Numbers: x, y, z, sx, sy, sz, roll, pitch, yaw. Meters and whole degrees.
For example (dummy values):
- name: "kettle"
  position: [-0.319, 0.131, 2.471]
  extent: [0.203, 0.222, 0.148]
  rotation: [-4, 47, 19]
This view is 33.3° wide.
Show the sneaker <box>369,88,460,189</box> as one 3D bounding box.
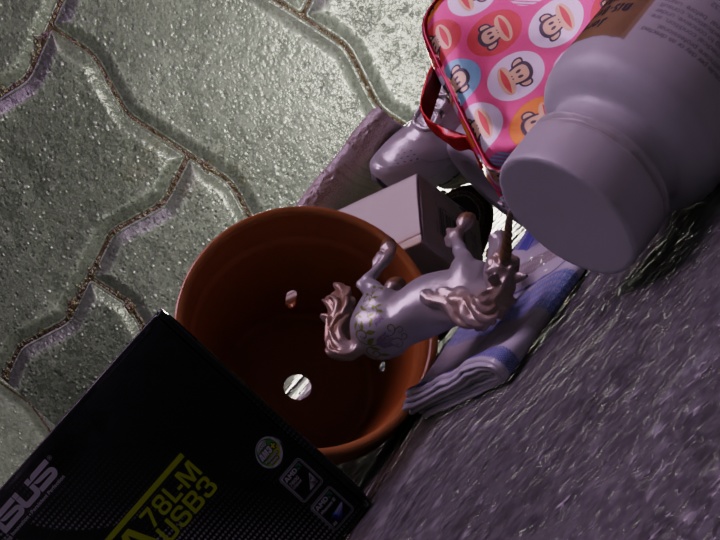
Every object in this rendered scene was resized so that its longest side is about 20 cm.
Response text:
- name: "sneaker"
  position: [0.081, -0.147, 1.045]
  extent: [0.200, 0.074, 0.087]
  rotation: [-41, -39, -14]

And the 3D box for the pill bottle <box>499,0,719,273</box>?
- name: "pill bottle"
  position: [0.170, -0.101, 0.684]
  extent: [0.200, 0.114, 0.114]
  rotation: [-50, 5, -20]

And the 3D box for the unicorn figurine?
- name: "unicorn figurine"
  position: [0.055, 0.011, 0.820]
  extent: [0.200, 0.074, 0.138]
  rotation: [-39, 17, 27]

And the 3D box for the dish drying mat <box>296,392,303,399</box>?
- name: "dish drying mat"
  position: [-0.087, 0.180, 1.379]
  extent: [0.200, 0.018, 0.077]
  rotation: [-47, 5, 4]

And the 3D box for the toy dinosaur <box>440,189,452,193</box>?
- name: "toy dinosaur"
  position: [0.088, -0.072, 1.252]
  extent: [0.058, 0.102, 0.200]
  rotation: [-12, -15, 7]

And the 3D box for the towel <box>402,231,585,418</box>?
- name: "towel"
  position: [0.113, 0.015, 0.838]
  extent: [0.200, 0.024, 0.147]
  rotation: [-51, 6, -26]

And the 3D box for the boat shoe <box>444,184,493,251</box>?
- name: "boat shoe"
  position: [0.054, 0.008, 1.137]
  extent: [0.201, 0.070, 0.070]
  rotation: [-57, -13, 18]

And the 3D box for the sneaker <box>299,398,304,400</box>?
- name: "sneaker"
  position: [-0.089, 0.190, 1.084]
  extent: [0.199, 0.076, 0.079]
  rotation: [-39, -5, 11]

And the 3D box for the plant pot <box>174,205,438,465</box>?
- name: "plant pot"
  position: [-0.046, 0.071, 0.953]
  extent: [0.200, 0.199, 0.140]
  rotation: [-50, -12, -24]

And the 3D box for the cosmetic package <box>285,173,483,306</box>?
- name: "cosmetic package"
  position: [0.000, 0.000, 1.064]
  extent: [0.199, 0.103, 0.074]
  rotation: [-25, 53, 31]

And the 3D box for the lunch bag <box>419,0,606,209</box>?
- name: "lunch bag"
  position: [0.128, -0.147, 0.901]
  extent: [0.175, 0.082, 0.201]
  rotation: [-27, 52, 13]

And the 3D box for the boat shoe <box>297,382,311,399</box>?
- name: "boat shoe"
  position: [-0.021, 0.074, 1.302]
  extent: [0.200, 0.069, 0.071]
  rotation: [-52, 8, -34]

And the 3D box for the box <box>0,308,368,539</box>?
- name: "box"
  position: [-0.128, 0.163, 0.805]
  extent: [0.200, 0.193, 0.048]
  rotation: [-47, 6, -6]

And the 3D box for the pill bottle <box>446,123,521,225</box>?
- name: "pill bottle"
  position: [0.173, -0.141, 0.997]
  extent: [0.200, 0.112, 0.112]
  rotation: [-49, 5, -4]

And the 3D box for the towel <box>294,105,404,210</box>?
- name: "towel"
  position: [0.002, -0.085, 1.151]
  extent: [0.133, 0.034, 0.200]
  rotation: [-52, -10, 6]

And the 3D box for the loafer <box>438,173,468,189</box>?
- name: "loafer"
  position: [0.150, -0.137, 1.107]
  extent: [0.198, 0.070, 0.070]
  rotation: [-20, 5, 13]
